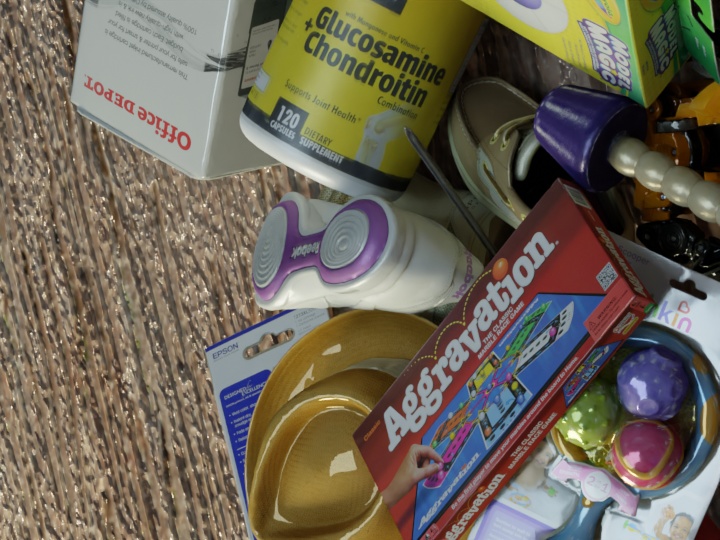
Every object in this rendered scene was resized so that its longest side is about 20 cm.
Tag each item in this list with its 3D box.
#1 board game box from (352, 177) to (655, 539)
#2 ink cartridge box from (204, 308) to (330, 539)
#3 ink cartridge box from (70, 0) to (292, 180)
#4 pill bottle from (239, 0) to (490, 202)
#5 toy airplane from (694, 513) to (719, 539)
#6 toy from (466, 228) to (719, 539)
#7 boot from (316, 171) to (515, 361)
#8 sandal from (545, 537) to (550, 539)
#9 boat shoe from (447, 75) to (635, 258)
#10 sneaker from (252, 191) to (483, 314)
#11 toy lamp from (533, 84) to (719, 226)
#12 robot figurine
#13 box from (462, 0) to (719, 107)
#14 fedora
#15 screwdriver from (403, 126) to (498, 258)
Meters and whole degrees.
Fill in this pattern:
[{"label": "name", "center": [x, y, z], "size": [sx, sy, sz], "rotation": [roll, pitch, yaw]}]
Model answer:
[{"label": "board game box", "center": [0.074, 0.056, 1.327], "size": [0.200, 0.019, 0.103], "rotation": [-53, 40, 22]}, {"label": "ink cartridge box", "center": [-0.037, 0.120, 1.585], "size": [0.094, 0.037, 0.201], "rotation": [-25, 58, 13]}, {"label": "ink cartridge box", "center": [-0.107, -0.181, 1.605], "size": [0.146, 0.084, 0.201], "rotation": [31, 120, 36]}, {"label": "pill bottle", "center": [0.015, -0.150, 1.451], "size": [0.112, 0.112, 0.201], "rotation": [33, 102, 35]}, {"label": "toy airplane", "center": [0.206, 0.259, 1.352], "size": [0.199, 0.141, 0.201], "rotation": [39, 126, 33]}, {"label": "toy", "center": [0.138, 0.094, 1.306], "size": [0.115, 0.047, 0.201], "rotation": [25, 105, 12]}, {"label": "boot", "center": [0.026, 0.031, 1.529], "size": [0.155, 0.073, 0.201], "rotation": [28, 116, 37]}, {"label": "sandal", "center": [0.089, 0.235, 1.414], "size": [0.059, 0.079, 0.208], "rotation": [-1, 90, 4]}, {"label": "boat shoe", "center": [0.109, -0.056, 1.399], "size": [0.200, 0.074, 0.067], "rotation": [55, 160, 40]}, {"label": "sneaker", "center": [0.000, 0.000, 1.456], "size": [0.200, 0.099, 0.075], "rotation": [6, 79, 63]}, {"label": "toy lamp", "center": [0.177, -0.043, 1.294], "size": [0.200, 0.058, 0.059], "rotation": [34, 121, 31]}, {"label": "robot figurine", "center": [0.224, -0.070, 1.320], "size": [0.199, 0.058, 0.146], "rotation": [-2, 98, 44]}, {"label": "box", "center": [0.103, -0.164, 1.296], "size": [0.199, 0.048, 0.118], "rotation": [31, 161, 27]}, {"label": "fedora", "center": [-0.008, 0.121, 1.458], "size": [0.200, 0.082, 0.202], "rotation": [2, 94, 34]}, {"label": "screwdriver", "center": [0.075, -0.020, 1.423], "size": [0.028, 0.029, 0.200], "rotation": [-6, 132, 35]}]
